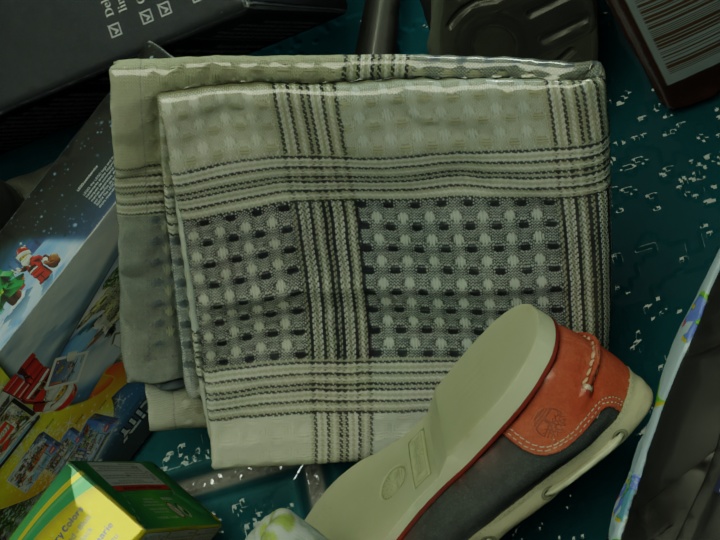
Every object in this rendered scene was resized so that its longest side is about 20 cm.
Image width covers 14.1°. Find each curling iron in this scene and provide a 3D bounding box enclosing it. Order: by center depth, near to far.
[{"bbox_3d":[0.006,-0.047,1.258,0.049,0.025,0.201,-20,58,51],"label":"curling iron"}]

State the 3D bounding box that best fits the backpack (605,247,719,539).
[{"bbox_3d":[0.190,0.050,1.121,0.162,0.154,0.201,12,98,22],"label":"backpack"}]

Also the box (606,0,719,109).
[{"bbox_3d":[0.146,-0.208,1.193,0.164,0.166,0.201,-26,67,8],"label":"box"}]

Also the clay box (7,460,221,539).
[{"bbox_3d":[-0.146,0.168,1.176,0.048,0.115,0.200,40,95,12],"label":"clay box"}]

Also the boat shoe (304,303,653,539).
[{"bbox_3d":[0.033,0.096,1.167,0.200,0.062,0.071,-48,27,26],"label":"boat shoe"}]

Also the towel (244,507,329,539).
[{"bbox_3d":[-0.029,0.221,1.126,0.171,0.048,0.200,40,86,-14],"label":"towel"}]

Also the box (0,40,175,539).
[{"bbox_3d":[-0.110,0.017,1.214,0.038,0.137,0.200,36,85,28],"label":"box"}]

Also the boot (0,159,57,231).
[{"bbox_3d":[-0.156,-0.031,1.210,0.182,0.200,0.073,-38,66,3],"label":"boot"}]

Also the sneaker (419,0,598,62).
[{"bbox_3d":[0.048,-0.150,1.245,0.076,0.114,0.200,-22,106,6],"label":"sneaker"}]

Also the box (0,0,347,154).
[{"bbox_3d":[-0.130,-0.146,1.251,0.199,0.107,0.149,-20,86,23],"label":"box"}]

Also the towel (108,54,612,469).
[{"bbox_3d":[0.000,0.000,1.149,0.199,0.193,0.035,0,39,4],"label":"towel"}]
